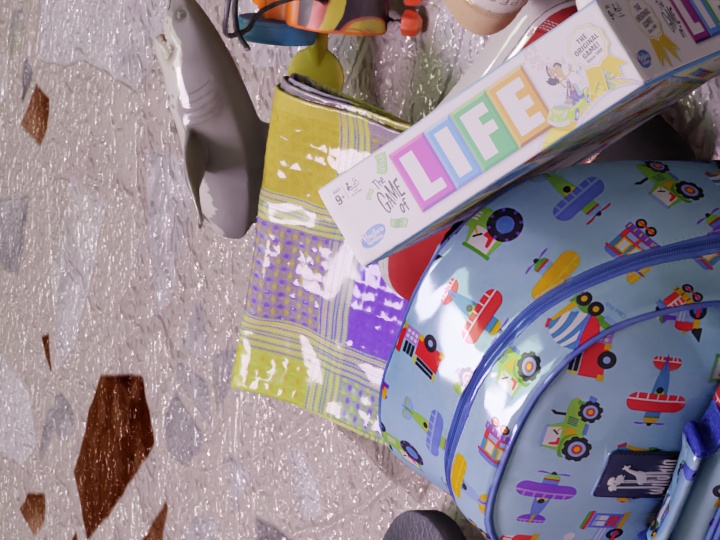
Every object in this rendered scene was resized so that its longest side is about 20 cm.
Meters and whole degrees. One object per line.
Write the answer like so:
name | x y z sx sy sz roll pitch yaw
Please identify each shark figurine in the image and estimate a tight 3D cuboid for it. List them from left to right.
shark figurine | -0.061 -0.061 1.282 0.215 0.089 0.129 80 176 -60

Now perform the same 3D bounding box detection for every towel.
towel | 0.000 0.000 1.207 0.143 0.023 0.201 22 118 21

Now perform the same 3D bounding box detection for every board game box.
board game box | 0.086 -0.068 0.850 0.134 0.200 0.034 -34 86 31

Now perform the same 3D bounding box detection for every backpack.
backpack | 0.116 0.046 0.856 0.135 0.199 0.183 62 144 42

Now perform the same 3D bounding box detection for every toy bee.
toy bee | -0.018 -0.151 1.259 0.200 0.108 0.131 -85 2 -55

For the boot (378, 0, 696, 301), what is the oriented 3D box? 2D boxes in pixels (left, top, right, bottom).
boot | 0.082 -0.021 1.061 0.200 0.072 0.145 -57 44 38

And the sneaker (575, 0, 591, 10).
sneaker | 0.131 -0.196 0.966 0.099 0.078 0.201 -29 75 54

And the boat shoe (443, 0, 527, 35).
boat shoe | 0.055 -0.187 1.063 0.200 0.073 0.069 -90 22 -50

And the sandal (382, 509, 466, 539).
sandal | 0.032 0.183 1.234 0.200 0.043 0.077 127 143 -66
